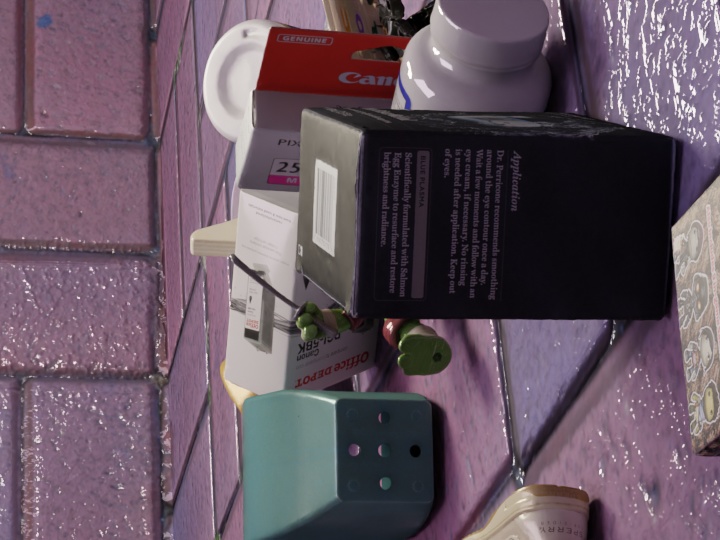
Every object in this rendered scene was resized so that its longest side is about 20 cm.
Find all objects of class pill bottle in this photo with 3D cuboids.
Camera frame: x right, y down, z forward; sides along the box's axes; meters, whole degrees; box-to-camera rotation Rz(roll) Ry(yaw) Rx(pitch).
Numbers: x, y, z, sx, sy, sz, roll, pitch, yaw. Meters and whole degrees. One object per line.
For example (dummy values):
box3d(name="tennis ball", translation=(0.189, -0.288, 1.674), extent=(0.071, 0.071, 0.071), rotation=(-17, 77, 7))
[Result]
box3d(name="pill bottle", translation=(0.078, -0.114, 1.500), extent=(0.112, 0.112, 0.200), rotation=(-101, 18, -45))
box3d(name="pill bottle", translation=(-0.039, -0.156, 1.835), extent=(0.111, 0.200, 0.112), rotation=(-4, 84, 35))

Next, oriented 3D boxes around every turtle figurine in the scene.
box3d(name="turtle figurine", translation=(0.000, 0.000, 1.711), extent=(0.200, 0.144, 0.194), rotation=(55, 169, -33))

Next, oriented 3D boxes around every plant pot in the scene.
box3d(name="plant pot", translation=(-0.012, 0.172, 1.830), extent=(0.200, 0.141, 0.142), rotation=(148, 123, -68))

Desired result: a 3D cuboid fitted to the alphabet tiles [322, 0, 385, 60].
box3d(name="alphabet tiles", translation=(0.011, -0.188, 1.775), extent=(0.200, 0.015, 0.196), rotation=(-3, -102, -73))

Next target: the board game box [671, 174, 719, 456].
box3d(name="board game box", translation=(0.220, -0.006, 0.714), extent=(0.200, 0.159, 0.097), rotation=(122, 148, -65))

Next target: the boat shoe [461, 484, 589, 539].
box3d(name="boat shoe", translation=(0.105, 0.217, 1.418), extent=(0.200, 0.073, 0.069), rotation=(112, 162, -57))

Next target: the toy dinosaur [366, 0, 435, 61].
box3d(name="toy dinosaur", translation=(0.062, -0.201, 1.702), extent=(0.200, 0.102, 0.136), rotation=(-23, 81, 57))

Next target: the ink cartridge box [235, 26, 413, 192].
box3d(name="ink cartridge box", translation=(0.012, -0.118, 1.592), extent=(0.174, 0.199, 0.044), rotation=(113, 158, -61))

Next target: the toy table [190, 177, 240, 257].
box3d(name="toy table", translation=(-0.075, -0.040, 2.107), extent=(0.117, 0.183, 0.201), rotation=(-77, -22, -65))

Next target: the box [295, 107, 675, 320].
box3d(name="box", translation=(0.073, -0.040, 1.302), extent=(0.197, 0.199, 0.118), rotation=(-145, 56, -75))

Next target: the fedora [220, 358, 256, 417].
box3d(name="fedora", translation=(-0.097, 0.127, 2.193), extent=(0.201, 0.082, 0.201), rotation=(155, 90, -90))

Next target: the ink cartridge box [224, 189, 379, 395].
box3d(name="ink cartridge box", translation=(-0.049, 0.011, 1.967), extent=(0.083, 0.147, 0.201), rotation=(22, 117, 34))
